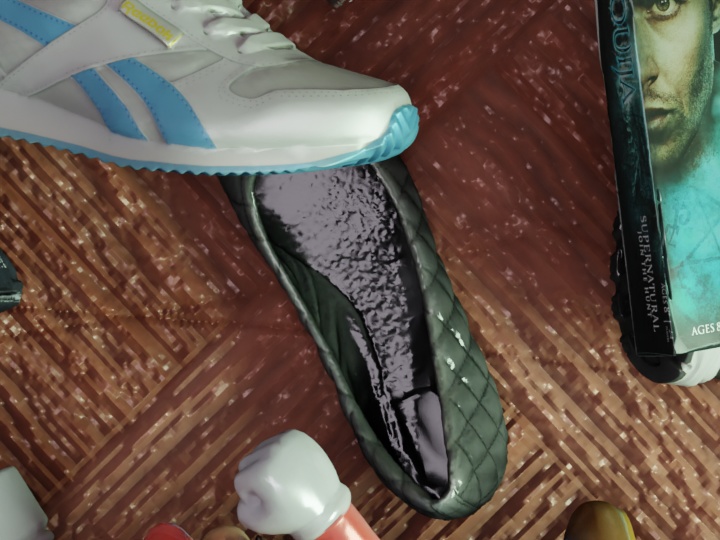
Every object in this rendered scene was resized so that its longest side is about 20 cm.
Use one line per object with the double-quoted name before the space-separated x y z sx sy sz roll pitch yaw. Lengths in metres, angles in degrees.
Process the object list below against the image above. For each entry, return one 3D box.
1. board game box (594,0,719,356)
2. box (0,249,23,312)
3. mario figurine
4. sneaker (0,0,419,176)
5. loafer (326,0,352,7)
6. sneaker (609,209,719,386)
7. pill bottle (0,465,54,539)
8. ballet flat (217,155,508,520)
"board game box" 0.177 -0.051 0.958 0.199 0.028 0.136 -9 93 -29
"box" -0.249 0.005 0.955 0.199 0.198 0.124 -27 90 4
"mario figurine" -0.003 0.114 0.965 0.199 0.106 0.124 0 94 -19
"sneaker" -0.072 -0.080 0.973 0.199 0.076 0.081 12 98 21
"loafer" 0.056 -0.158 1.000 0.199 0.073 0.071 -23 101 9
"sneaker" 0.143 -0.056 0.999 0.079 0.074 0.202 7 86 -27
"pill bottle" -0.117 0.181 0.991 0.119 0.120 0.201 -31 89 4
"ballet flat" 0.000 0.000 1.007 0.066 0.057 0.201 -30 86 7
